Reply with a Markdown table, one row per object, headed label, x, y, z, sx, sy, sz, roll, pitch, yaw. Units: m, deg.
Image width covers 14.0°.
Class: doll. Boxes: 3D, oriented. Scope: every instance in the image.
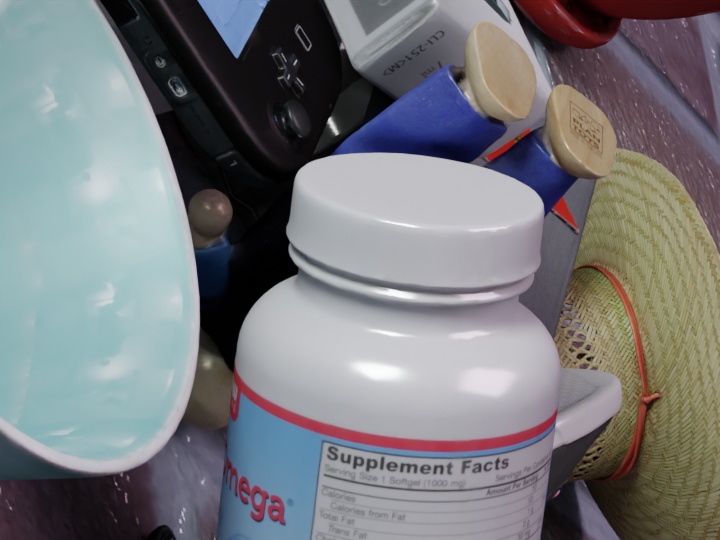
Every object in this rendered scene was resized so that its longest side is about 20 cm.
| label | x | y | z | sx | sy | sz | roll | pitch | yaw |
| --- | --- | --- | --- | --- | --- | --- | --- | --- | --- |
| doll | 0.000 | 0.000 | 1.049 | 0.136 | 0.200 | 0.049 | 35 | 34 | -28 |

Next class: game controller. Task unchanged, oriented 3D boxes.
| label | x | y | z | sx | sy | sz | roll | pitch | yaw |
| --- | --- | --- | --- | --- | --- | --- | --- | --- | --- |
| game controller | -0.069 | -0.123 | 0.959 | 0.200 | 0.042 | 0.104 | 57 | 35 | -21 |

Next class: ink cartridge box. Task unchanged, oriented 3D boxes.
| label | x | y | z | sx | sy | sz | roll | pitch | yaw |
| --- | --- | --- | --- | --- | --- | --- | --- | --- | --- |
| ink cartridge box | 0.023 | -0.126 | 1.125 | 0.174 | 0.044 | 0.200 | 32 | 29 | -52 |

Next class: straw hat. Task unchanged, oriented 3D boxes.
| label | x | y | z | sx | sy | sz | roll | pitch | yaw |
| --- | --- | --- | --- | --- | --- | --- | --- | --- | --- |
| straw hat | 0.094 | 0.049 | 1.346 | 0.085 | 0.201 | 0.201 | -10 | 75 | -24 |

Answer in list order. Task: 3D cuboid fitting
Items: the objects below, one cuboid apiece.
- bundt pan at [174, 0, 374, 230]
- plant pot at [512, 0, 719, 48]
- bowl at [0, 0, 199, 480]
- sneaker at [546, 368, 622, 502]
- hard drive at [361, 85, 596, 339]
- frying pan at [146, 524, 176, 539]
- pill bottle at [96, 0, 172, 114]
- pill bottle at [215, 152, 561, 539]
| label | x | y | z | sx | sy | sz | roll | pitch | yaw |
| --- | --- | --- | --- | --- | --- | --- | --- | --- | --- |
| bundt pan | -0.010 | -0.094 | 1.269 | 0.202 | 0.076 | 0.202 | 48 | 30 | -40 |
| plant pot | 0.157 | -0.228 | 1.614 | 0.200 | 0.182 | 0.201 | 48 | 29 | -39 |
| bowl | -0.145 | -0.019 | 0.868 | 0.201 | 0.105 | 0.201 | 47 | 31 | -40 |
| sneaker | 0.035 | 0.110 | 1.133 | 0.200 | 0.071 | 0.099 | -30 | 116 | -41 |
| hard drive | 0.030 | 0.021 | 1.202 | 0.140 | 0.033 | 0.200 | 36 | 65 | -49 |
| frying pan | -0.070 | 0.164 | 0.970 | 0.115 | 0.031 | 0.190 | 66 | 26 | -7 |
| pill bottle | -0.104 | -0.163 | 1.078 | 0.112 | 0.112 | 0.200 | 12 | 58 | -63 |
| pill bottle | 0.008 | 0.068 | 0.978 | 0.109 | 0.109 | 0.200 | -38 | 137 | -66 |
